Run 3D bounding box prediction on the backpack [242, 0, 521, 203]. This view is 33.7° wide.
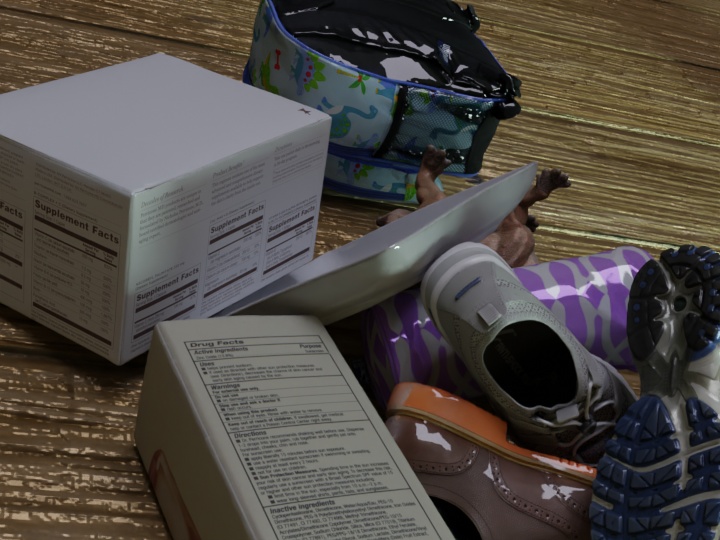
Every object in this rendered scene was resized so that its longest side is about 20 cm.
[{"bbox_3d":[0.002,-0.150,0.985,0.198,0.148,0.184,11,32,-21],"label":"backpack"}]

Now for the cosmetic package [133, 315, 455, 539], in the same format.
[{"bbox_3d":[-0.036,0.118,0.595,0.102,0.088,0.200,-1,37,-28],"label":"cosmetic package"}]

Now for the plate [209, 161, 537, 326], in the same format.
[{"bbox_3d":[0.000,0.000,0.750,0.199,0.199,0.033,-30,95,-53],"label":"plate"}]

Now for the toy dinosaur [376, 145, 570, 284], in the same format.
[{"bbox_3d":[0.072,-0.007,0.859,0.199,0.086,0.136,17,63,30],"label":"toy dinosaur"}]

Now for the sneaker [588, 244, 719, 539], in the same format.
[{"bbox_3d":[0.186,0.092,0.646,0.077,0.202,0.085,-3,-28,44],"label":"sneaker"}]

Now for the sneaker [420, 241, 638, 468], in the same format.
[{"bbox_3d":[0.108,0.075,0.673,0.200,0.075,0.082,42,9,-26],"label":"sneaker"}]

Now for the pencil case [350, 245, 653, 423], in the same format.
[{"bbox_3d":[0.096,0.042,0.743,0.198,0.084,0.086,-13,76,-8],"label":"pencil case"}]

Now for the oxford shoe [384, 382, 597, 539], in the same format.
[{"bbox_3d":[0.094,0.140,0.674,0.199,0.071,0.073,27,68,-4],"label":"oxford shoe"}]

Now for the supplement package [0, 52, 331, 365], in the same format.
[{"bbox_3d":[-0.140,-0.051,0.763,0.155,0.112,0.200,23,29,25],"label":"supplement package"}]
